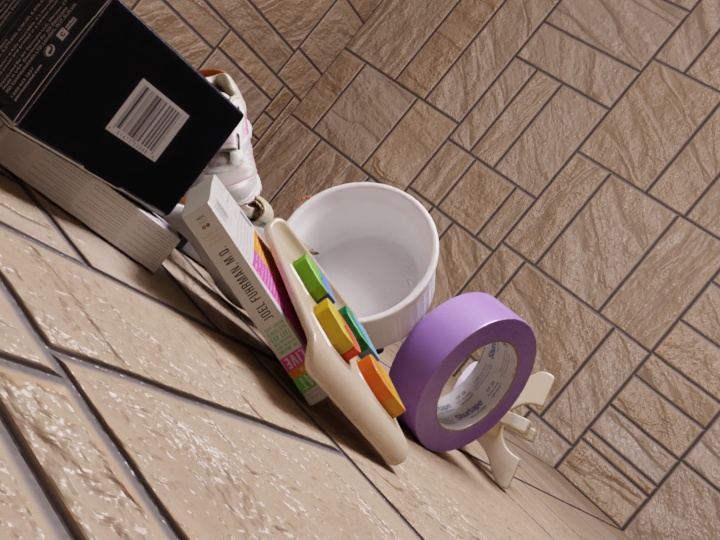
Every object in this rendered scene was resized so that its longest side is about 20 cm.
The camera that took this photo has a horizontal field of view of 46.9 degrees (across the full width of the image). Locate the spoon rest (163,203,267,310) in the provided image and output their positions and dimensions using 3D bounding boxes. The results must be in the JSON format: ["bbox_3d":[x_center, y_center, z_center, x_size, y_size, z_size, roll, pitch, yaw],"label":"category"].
[{"bbox_3d":[-0.139,-0.018,0.856,0.199,0.099,0.061,30,23,-35],"label":"spoon rest"}]

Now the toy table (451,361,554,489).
[{"bbox_3d":[0.209,0.225,1.273,0.116,0.186,0.200,22,3,21],"label":"toy table"}]

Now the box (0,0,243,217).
[{"bbox_3d":[-0.237,-0.174,0.696,0.196,0.124,0.200,39,1,25],"label":"box"}]

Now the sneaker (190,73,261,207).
[{"bbox_3d":[-0.158,-0.142,0.901,0.201,0.080,0.089,-106,-175,-45],"label":"sneaker"}]

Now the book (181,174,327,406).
[{"bbox_3d":[-0.091,0.014,0.761,0.201,0.048,0.134,59,1,-17],"label":"book"}]

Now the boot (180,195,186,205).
[{"bbox_3d":[-0.237,-0.158,0.945,0.199,0.155,0.074,35,24,2],"label":"boot"}]

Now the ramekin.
[{"bbox_3d":[0.000,0.000,1.020,0.200,0.200,0.098,41,-18,28],"label":"ramekin"}]

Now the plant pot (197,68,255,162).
[{"bbox_3d":[-0.245,-0.176,1.212,0.200,0.199,0.141,42,-15,50],"label":"plant pot"}]

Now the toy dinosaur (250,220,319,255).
[{"bbox_3d":[-0.128,-0.037,0.954,0.087,0.048,0.199,4,3,-28],"label":"toy dinosaur"}]

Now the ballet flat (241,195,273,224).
[{"bbox_3d":[-0.199,-0.106,1.037,0.198,0.070,0.069,27,2,-2],"label":"ballet flat"}]

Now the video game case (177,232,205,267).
[{"bbox_3d":[-0.186,-0.027,1.069,0.180,0.026,0.200,40,2,-35],"label":"video game case"}]

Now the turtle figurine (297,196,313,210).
[{"bbox_3d":[-0.057,-0.012,1.241,0.200,0.162,0.064,40,0,19],"label":"turtle figurine"}]

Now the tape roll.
[{"bbox_3d":[0.130,0.130,1.056,0.066,0.201,0.200,41,1,41],"label":"tape roll"}]

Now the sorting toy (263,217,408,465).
[{"bbox_3d":[-0.018,0.061,0.786,0.186,0.036,0.201,55,9,-40],"label":"sorting toy"}]

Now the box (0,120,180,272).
[{"bbox_3d":[-0.242,-0.073,0.699,0.200,0.042,0.039,39,2,-30],"label":"box"}]

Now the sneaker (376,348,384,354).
[{"bbox_3d":[-0.016,0.089,1.161,0.088,0.073,0.200,62,-14,-5],"label":"sneaker"}]

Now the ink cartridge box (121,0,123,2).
[{"bbox_3d":[-0.332,-0.252,1.088,0.084,0.176,0.200,39,2,-15],"label":"ink cartridge box"}]
